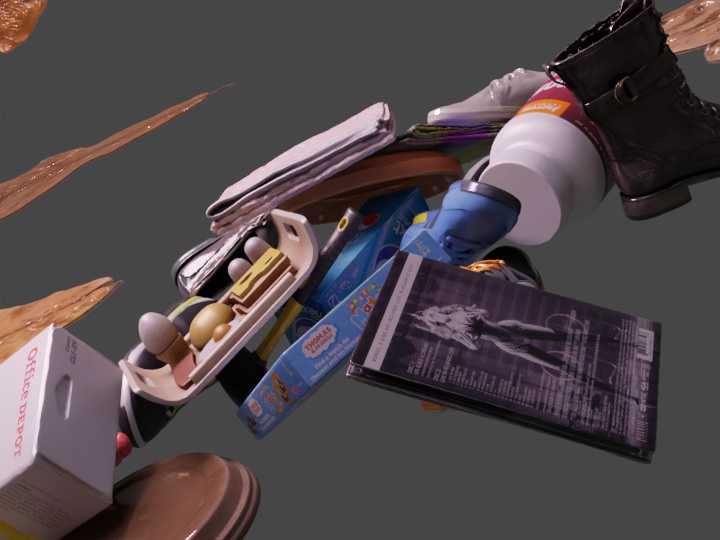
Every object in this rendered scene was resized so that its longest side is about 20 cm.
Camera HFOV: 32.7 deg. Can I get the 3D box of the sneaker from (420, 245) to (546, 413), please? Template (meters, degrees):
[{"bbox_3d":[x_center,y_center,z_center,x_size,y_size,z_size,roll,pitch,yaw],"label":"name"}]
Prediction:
[{"bbox_3d":[0.091,0.027,0.977,0.077,0.078,0.200,-17,21,32],"label":"sneaker"}]

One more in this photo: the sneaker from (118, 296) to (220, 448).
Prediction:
[{"bbox_3d":[-0.166,0.086,1.173,0.082,0.072,0.201,-2,36,21],"label":"sneaker"}]

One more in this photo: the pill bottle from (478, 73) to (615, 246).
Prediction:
[{"bbox_3d":[0.189,-0.112,1.130,0.112,0.114,0.200,-8,28,42],"label":"pill bottle"}]

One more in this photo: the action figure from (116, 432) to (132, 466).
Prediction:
[{"bbox_3d":[-0.291,0.151,1.140,0.198,0.101,0.065,-11,5,33],"label":"action figure"}]

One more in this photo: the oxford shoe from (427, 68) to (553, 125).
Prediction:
[{"bbox_3d":[0.164,-0.188,1.337,0.197,0.059,0.075,-12,-1,-13],"label":"oxford shoe"}]

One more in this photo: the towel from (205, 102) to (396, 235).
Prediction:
[{"bbox_3d":[-0.056,-0.104,1.213,0.198,0.033,0.191,-27,10,6],"label":"towel"}]

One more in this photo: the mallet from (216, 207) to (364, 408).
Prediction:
[{"bbox_3d":[-0.054,0.038,1.066,0.201,0.041,0.066,-51,45,14],"label":"mallet"}]

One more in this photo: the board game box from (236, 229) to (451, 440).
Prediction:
[{"bbox_3d":[-0.019,0.057,0.976,0.151,0.037,0.200,-41,-5,-24],"label":"board game box"}]

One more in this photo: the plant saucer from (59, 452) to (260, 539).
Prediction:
[{"bbox_3d":[-0.170,0.206,0.956,0.198,0.030,0.201,-24,21,10],"label":"plant saucer"}]

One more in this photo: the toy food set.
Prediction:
[{"bbox_3d":[-0.126,0.026,1.063,0.200,0.060,0.143,-47,15,-8],"label":"toy food set"}]

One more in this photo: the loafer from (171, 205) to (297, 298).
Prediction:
[{"bbox_3d":[-0.124,-0.026,1.420,0.199,0.072,0.063,-36,40,-3],"label":"loafer"}]

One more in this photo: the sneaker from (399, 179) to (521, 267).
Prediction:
[{"bbox_3d":[0.082,-0.020,1.066,0.079,0.065,0.200,-69,11,-17],"label":"sneaker"}]

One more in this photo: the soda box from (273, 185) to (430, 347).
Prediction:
[{"bbox_3d":[0.000,0.000,1.176,0.067,0.065,0.200,-11,27,39],"label":"soda box"}]

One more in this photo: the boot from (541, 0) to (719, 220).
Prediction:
[{"bbox_3d":[0.268,-0.155,1.040,0.198,0.176,0.069,-30,20,-6],"label":"boot"}]

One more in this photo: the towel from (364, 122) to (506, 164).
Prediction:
[{"bbox_3d":[0.084,-0.133,1.307,0.198,0.023,0.143,-8,-5,-37],"label":"towel"}]

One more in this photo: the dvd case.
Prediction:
[{"bbox_3d":[0.102,0.053,0.824,0.197,0.016,0.149,16,33,6],"label":"dvd case"}]

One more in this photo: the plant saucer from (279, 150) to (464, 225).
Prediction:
[{"bbox_3d":[0.010,-0.088,1.286,0.197,0.033,0.200,-12,-6,-1],"label":"plant saucer"}]

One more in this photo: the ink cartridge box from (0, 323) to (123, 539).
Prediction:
[{"bbox_3d":[-0.292,0.163,1.012,0.199,0.083,0.146,-35,38,24],"label":"ink cartridge box"}]

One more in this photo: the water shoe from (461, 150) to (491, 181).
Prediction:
[{"bbox_3d":[0.137,-0.080,1.212,0.079,0.072,0.200,-34,4,44],"label":"water shoe"}]
